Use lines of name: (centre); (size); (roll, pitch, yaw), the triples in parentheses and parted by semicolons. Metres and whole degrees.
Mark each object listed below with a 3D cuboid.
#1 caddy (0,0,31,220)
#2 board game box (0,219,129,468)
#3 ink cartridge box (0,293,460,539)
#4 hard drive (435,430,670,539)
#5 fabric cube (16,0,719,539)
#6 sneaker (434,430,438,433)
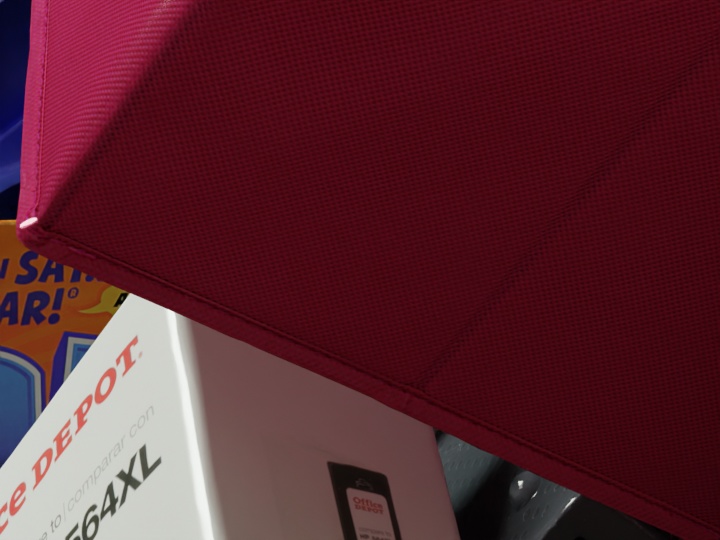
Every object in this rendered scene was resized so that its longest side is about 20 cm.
caddy: (-0.079, -0.097, 0.897); (0.200, 0.105, 0.141); (-37, -30, 7)
board game box: (-0.160, 0.086, 0.900); (0.200, 0.200, 0.200); (176, 92, -69)
ink cartridge box: (-0.041, 0.119, 0.642); (0.146, 0.084, 0.200); (-51, 34, 30)
hard drive: (0.020, 0.098, 0.725); (0.200, 0.042, 0.135); (-51, 12, 29)
fabric cube: (0.057, -0.093, 0.598); (0.199, 0.200, 0.196); (-52, 27, 30)
sneaker: (0.000, 0.000, 0.852); (0.200, 0.070, 0.093); (71, -153, -48)
